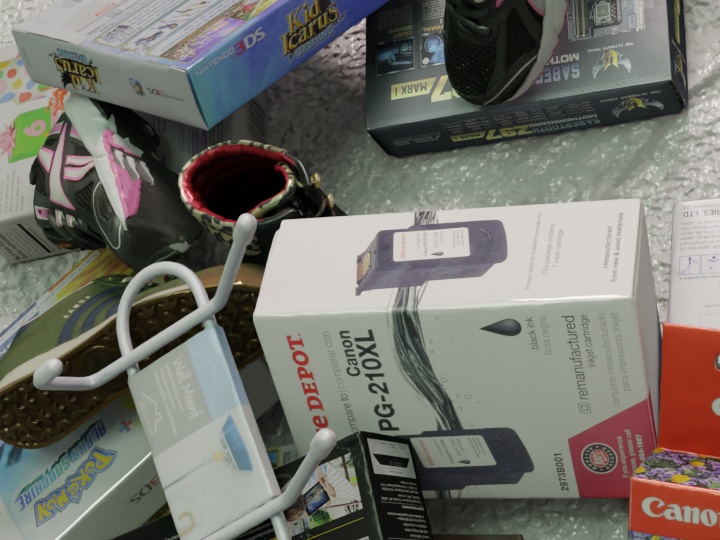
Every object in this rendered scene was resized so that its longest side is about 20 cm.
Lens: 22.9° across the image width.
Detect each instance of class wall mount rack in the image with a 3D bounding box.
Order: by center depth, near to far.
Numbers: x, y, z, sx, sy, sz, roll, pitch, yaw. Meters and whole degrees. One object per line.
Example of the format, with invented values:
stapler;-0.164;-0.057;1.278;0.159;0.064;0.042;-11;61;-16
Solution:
wall mount rack;-0.079;0.071;0.903;0.173;0.074;0.201;-33;68;27

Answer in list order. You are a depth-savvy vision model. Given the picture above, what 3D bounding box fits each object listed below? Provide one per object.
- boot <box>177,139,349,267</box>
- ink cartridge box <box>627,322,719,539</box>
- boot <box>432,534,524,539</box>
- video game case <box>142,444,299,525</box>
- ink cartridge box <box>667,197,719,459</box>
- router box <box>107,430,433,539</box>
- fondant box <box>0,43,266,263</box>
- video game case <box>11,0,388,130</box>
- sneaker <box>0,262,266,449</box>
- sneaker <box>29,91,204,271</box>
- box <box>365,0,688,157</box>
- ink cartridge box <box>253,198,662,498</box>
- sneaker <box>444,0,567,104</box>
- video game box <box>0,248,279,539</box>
boot;-0.001;0.001;1.025;0.203;0.154;0.074;18;72;30
ink cartridge box;0.186;0.133;0.865;0.108;0.050;0.202;6;105;24
boot;0.038;0.247;0.929;0.185;0.064;0.201;-25;59;-6
video game case;-0.063;0.200;1.029;0.181;0.023;0.201;-10;61;19
ink cartridge box;0.230;0.062;0.935;0.135;0.076;0.201;-4;61;24
router box;-0.048;0.189;0.942;0.199;0.051;0.150;-26;65;31
fondant box;-0.163;-0.098;1.212;0.199;0.058;0.145;-11;61;18
video game case;-0.086;-0.168;1.109;0.200;0.046;0.181;-39;36;-29
sneaker;-0.131;0.028;1.041;0.199;0.067;0.090;-24;33;18
sneaker;-0.156;-0.041;1.092;0.086;0.080;0.200;-51;27;10
box;0.101;-0.164;1.121;0.199;0.051;0.159;-9;67;21
ink cartridge box;0.057;0.046;0.949;0.198;0.145;0.085;-3;40;16
sneaker;0.066;-0.186;1.008;0.080;0.201;0.086;29;39;35
video game box;-0.166;0.081;1.109;0.200;0.047;0.182;-43;47;-2
